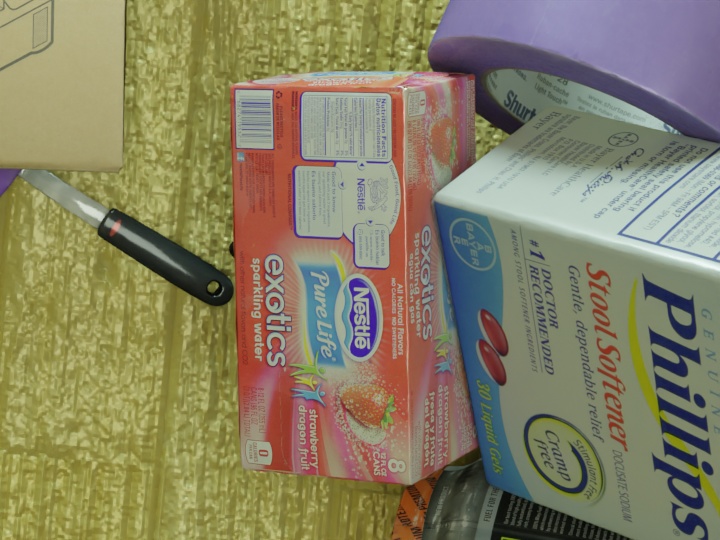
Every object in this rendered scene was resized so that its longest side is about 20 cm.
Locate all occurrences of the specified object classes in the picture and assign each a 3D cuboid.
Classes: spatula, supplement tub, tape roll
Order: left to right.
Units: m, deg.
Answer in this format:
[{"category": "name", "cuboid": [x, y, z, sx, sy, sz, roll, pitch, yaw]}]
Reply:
[{"category": "spatula", "cuboid": [-0.156, -0.036, 1.242, 0.199, 0.021, 0.057, 33, 92, -7]}, {"category": "supplement tub", "cuboid": [0.121, 0.167, 1.208, 0.199, 0.122, 0.123, 9, 94, 18]}, {"category": "tape roll", "cuboid": [0.141, -0.110, 1.165, 0.199, 0.200, 0.085, 26, 81, -6]}]

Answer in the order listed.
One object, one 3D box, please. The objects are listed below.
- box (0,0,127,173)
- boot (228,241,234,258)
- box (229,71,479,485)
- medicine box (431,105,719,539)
[{"category": "box", "cuboid": [-0.224, -0.138, 1.197, 0.198, 0.021, 0.165, 2, 102, -3]}, {"category": "boot", "cuboid": [0.033, -0.029, 1.236, 0.199, 0.072, 0.145, -32, 95, 2]}, {"category": "box", "cuboid": [0.000, 0.000, 1.150, 0.102, 0.095, 0.202, 2, 100, 26]}, {"category": "medicine box", "cuboid": [0.153, 0.036, 1.107, 0.103, 0.199, 0.183, -37, 129, -35]}]
